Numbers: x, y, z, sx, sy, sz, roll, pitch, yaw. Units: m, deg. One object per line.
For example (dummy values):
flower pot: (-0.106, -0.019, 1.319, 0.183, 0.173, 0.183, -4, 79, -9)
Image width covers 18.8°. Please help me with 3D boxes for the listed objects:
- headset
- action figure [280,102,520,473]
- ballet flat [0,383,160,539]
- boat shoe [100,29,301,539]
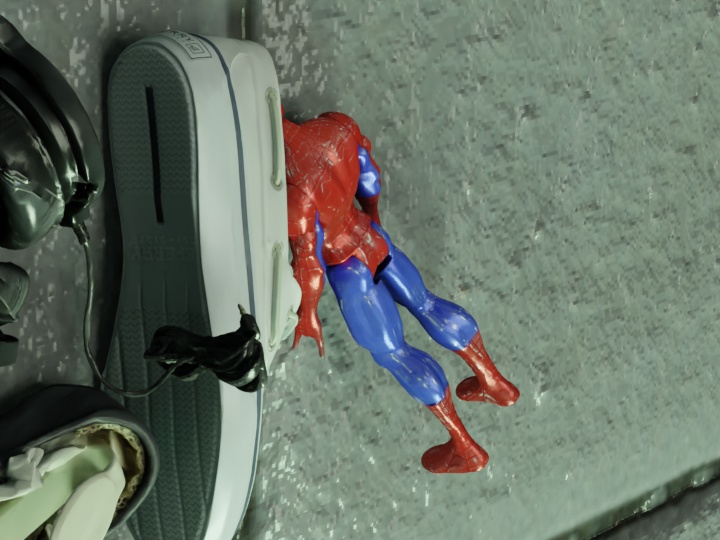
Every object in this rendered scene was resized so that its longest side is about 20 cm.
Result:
headset: (-0.120, -0.013, 0.709, 0.200, 0.094, 0.124, 37, 72, -37)
action figure: (0.000, 0.000, 0.894, 0.066, 0.052, 0.200, -56, 132, -31)
ballet flat: (-0.142, 0.104, 0.736, 0.200, 0.073, 0.073, -38, 128, -37)
boat shoe: (-0.050, 0.011, 0.814, 0.067, 0.073, 0.201, -10, 108, -46)
